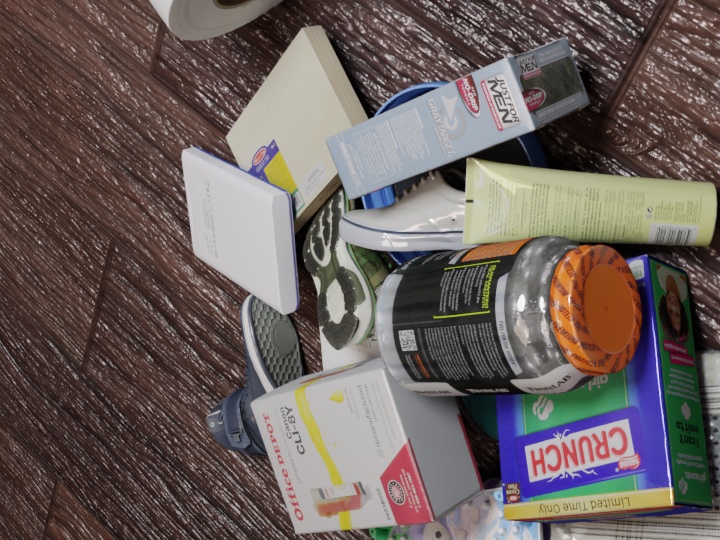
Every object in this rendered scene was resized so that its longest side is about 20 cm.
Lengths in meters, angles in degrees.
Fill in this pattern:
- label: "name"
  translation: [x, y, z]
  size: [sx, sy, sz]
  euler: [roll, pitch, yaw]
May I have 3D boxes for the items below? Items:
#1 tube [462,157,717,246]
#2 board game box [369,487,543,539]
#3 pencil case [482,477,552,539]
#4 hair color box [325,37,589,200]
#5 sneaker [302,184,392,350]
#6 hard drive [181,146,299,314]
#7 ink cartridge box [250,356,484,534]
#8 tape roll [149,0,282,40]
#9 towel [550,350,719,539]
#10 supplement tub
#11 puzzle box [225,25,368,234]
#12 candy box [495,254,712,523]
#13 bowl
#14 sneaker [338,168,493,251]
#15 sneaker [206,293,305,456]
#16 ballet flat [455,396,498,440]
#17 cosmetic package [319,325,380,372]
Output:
- label: "tube"
  translation: [0.183, -0.052, 0.848]
  size: [0.198, 0.052, 0.059]
  euler: [3, 76, 7]
- label: "board game box"
  translation: [0.082, 0.310, 0.989]
  size: [0.199, 0.026, 0.202]
  euler: [-17, 62, 38]
- label: "pencil case"
  translation: [0.205, 0.244, 1.009]
  size: [0.199, 0.085, 0.085]
  euler: [-1, 72, 40]
- label: "hair color box"
  translation: [0.077, -0.124, 0.874]
  size: [0.199, 0.099, 0.061]
  euler: [-18, 97, 43]
- label: "sneaker"
  translation: [0.000, 0.000, 1.039]
  size: [0.077, 0.088, 0.201]
  euler: [-45, 40, 37]
- label: "hard drive"
  translation: [-0.133, -0.048, 1.145]
  size: [0.199, 0.025, 0.133]
  euler: [29, 129, 49]
- label: "ink cartridge box"
  translation: [0.002, 0.166, 1.005]
  size: [0.199, 0.083, 0.147]
  euler: [-19, 90, 45]
- label: "tape roll"
  translation: [-0.125, -0.324, 0.936]
  size: [0.140, 0.202, 0.203]
  euler: [54, 133, 7]
- label: "towel"
  translation: [0.246, 0.163, 0.908]
  size: [0.199, 0.034, 0.195]
  euler: [-5, 79, 41]
- label: "supplement tub"
  translation: [0.117, 0.039, 0.851]
  size: [0.199, 0.122, 0.124]
  euler: [-8, 104, 47]
- label: "puzzle box"
  translation: [-0.064, -0.133, 1.059]
  size: [0.200, 0.025, 0.134]
  euler: [-41, 71, 51]
- label: "candy box"
  translation: [0.198, 0.107, 0.891]
  size: [0.168, 0.077, 0.202]
  euler: [-19, 67, 43]
- label: "bowl"
  translation: [0.089, -0.077, 0.981]
  size: [0.199, 0.039, 0.203]
  euler: [18, 120, 33]
- label: "sneaker"
  translation: [0.069, -0.056, 0.942]
  size: [0.198, 0.073, 0.072]
  euler: [1, 101, 30]
- label: "sneaker"
  translation: [-0.131, 0.128, 1.230]
  size: [0.145, 0.077, 0.204]
  euler: [-8, 105, 39]
- label: "ballet flat"
  translation: [0.096, 0.079, 1.021]
  size: [0.067, 0.068, 0.201]
  euler: [33, 155, 59]
- label: "cosmetic package"
  translation: [0.027, 0.138, 1.099]
  size: [0.107, 0.085, 0.202]
  euler: [10, 117, 34]
